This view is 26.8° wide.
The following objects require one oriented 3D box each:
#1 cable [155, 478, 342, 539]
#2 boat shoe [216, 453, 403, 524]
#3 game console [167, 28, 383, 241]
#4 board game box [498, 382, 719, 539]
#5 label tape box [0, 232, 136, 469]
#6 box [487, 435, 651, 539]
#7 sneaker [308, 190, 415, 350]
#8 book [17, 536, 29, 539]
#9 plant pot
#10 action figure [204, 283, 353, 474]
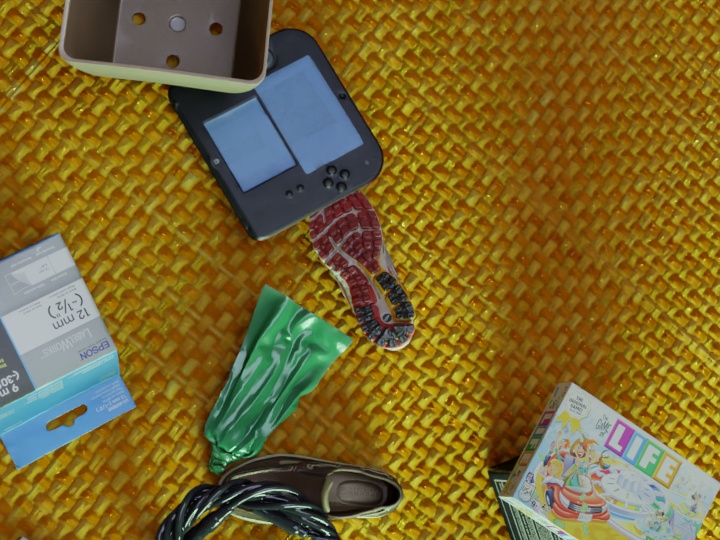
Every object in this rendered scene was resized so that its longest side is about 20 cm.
[{"bbox_3d":[-0.113,0.290,1.581,0.200,0.051,0.164,-7,106,-8],"label":"cable"},{"bbox_3d":[-0.050,0.233,1.617,0.202,0.075,0.075,0,85,-19],"label":"boat shoe"},{"bbox_3d":[-0.088,-0.152,1.644,0.177,0.031,0.200,-28,81,-19],"label":"game console"},{"bbox_3d":[0.255,0.222,1.534,0.200,0.034,0.135,33,74,-13],"label":"board game box"},{"bbox_3d":[-0.329,0.082,1.542,0.143,0.066,0.200,-27,92,-19],"label":"label tape box"},{"bbox_3d":[0.256,0.289,1.650,0.123,0.198,0.200,-19,91,-20],"label":"box"},{"bbox_3d":[0.000,0.000,1.664,0.078,0.082,0.200,-21,77,0],"label":"sneaker"},{"bbox_3d":[-0.297,0.379,1.539,0.200,0.048,0.134,33,71,-11],"label":"book"},{"bbox_3d":[-0.191,-0.277,1.552,0.200,0.177,0.200,7,82,-6],"label":"plant pot"},{"bbox_3d":[-0.108,0.129,1.619,0.118,0.055,0.200,33,82,-15],"label":"action figure"}]
